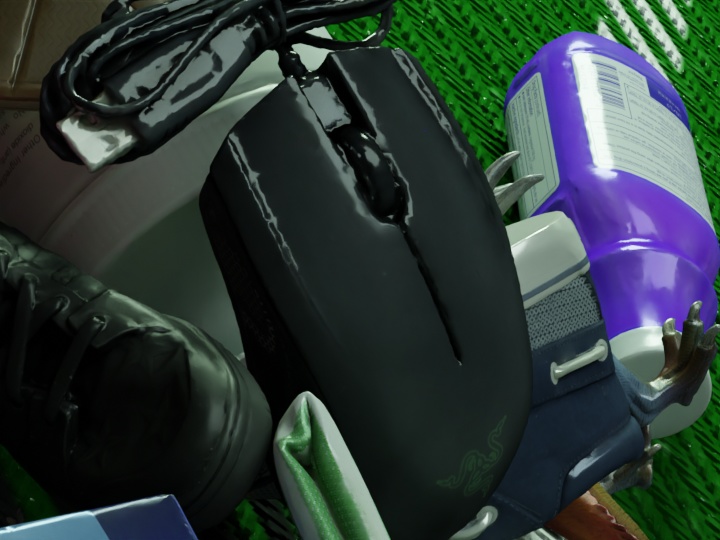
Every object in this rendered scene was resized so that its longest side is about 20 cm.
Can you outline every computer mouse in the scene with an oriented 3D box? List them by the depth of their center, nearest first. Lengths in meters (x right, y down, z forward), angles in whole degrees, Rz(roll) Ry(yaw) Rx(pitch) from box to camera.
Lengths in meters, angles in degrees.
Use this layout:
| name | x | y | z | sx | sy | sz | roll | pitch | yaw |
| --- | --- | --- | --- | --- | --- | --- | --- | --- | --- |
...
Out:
| name | x | y | z | sx | sy | sz | roll | pitch | yaw |
| --- | --- | --- | --- | --- | --- | --- | --- | --- | --- |
| computer mouse | 0.000 | 0.000 | 0.780 | 0.138 | 0.053 | 0.201 | -36 | 118 | -31 |

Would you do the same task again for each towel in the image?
| name | x | y | z | sx | sy | sz | roll | pitch | yaw |
| --- | --- | --- | --- | --- | --- | --- | --- | --- | --- |
| towel | 0.026 | 0.133 | 0.748 | 0.153 | 0.023 | 0.200 | 62 | -2 | 30 |

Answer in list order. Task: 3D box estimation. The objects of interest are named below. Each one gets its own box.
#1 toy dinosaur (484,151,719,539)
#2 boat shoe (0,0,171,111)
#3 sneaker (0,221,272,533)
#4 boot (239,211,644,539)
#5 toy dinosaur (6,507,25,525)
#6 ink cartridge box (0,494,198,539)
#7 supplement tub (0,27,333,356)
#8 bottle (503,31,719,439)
| name | x | y | z | sx | sy | sz | roll | pitch | yaw |
| --- | --- | --- | --- | --- | --- | --- | --- | --- | --- |
| toy dinosaur | 0.032 | 0.030 | 0.948 | 0.181 | 0.105 | 0.201 | 8 | 53 | -22 |
| boat shoe | -0.146 | -0.081 | 0.789 | 0.199 | 0.065 | 0.072 | 9 | 76 | -2 |
| sneaker | -0.117 | 0.007 | 0.740 | 0.104 | 0.060 | 0.200 | 31 | -1 | -43 |
| boot | 0.011 | 0.058 | 0.866 | 0.199 | 0.073 | 0.091 | -27 | 98 | -32 |
| toy dinosaur | -0.066 | 0.118 | 0.739 | 0.088 | 0.047 | 0.200 | -27 | 74 | -46 |
| ink cartridge box | -0.081 | 0.134 | 0.624 | 0.199 | 0.076 | 0.137 | -8 | 57 | -43 |
| supplement tub | -0.087 | -0.077 | 0.877 | 0.132 | 0.132 | 0.200 | -1 | 52 | -53 |
| bottle | 0.107 | -0.015 | 1.121 | 0.083 | 0.065 | 0.201 | 29 | 32 | -26 |
